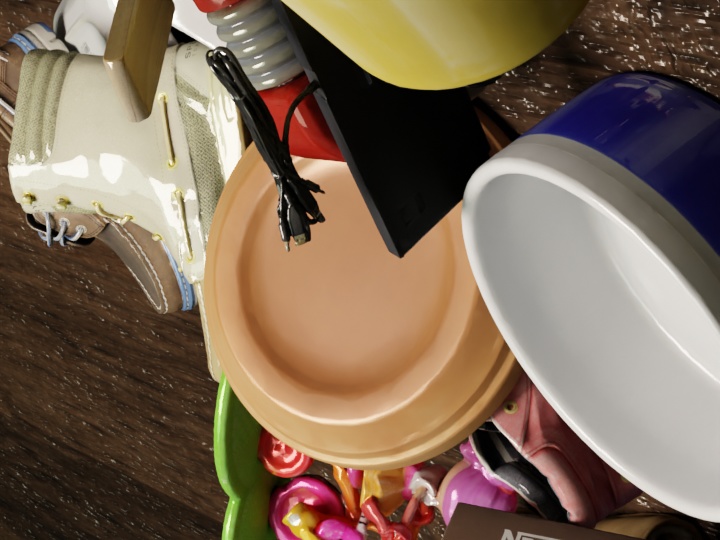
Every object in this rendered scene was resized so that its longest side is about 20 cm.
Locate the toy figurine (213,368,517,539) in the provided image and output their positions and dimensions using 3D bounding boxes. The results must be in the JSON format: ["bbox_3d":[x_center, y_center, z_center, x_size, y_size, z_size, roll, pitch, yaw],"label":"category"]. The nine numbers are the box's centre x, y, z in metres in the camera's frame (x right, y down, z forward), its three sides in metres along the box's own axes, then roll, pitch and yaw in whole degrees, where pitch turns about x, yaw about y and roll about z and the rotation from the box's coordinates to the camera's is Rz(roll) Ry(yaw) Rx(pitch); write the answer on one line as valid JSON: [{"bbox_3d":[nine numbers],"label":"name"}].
[{"bbox_3d":[0.030,0.099,1.546,0.184,0.150,0.201,15,107,18],"label":"toy figurine"}]

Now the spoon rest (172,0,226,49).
[{"bbox_3d":[-0.084,-0.156,1.531,0.200,0.061,0.099,36,153,40],"label":"spoon rest"}]

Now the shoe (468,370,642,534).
[{"bbox_3d":[0.081,0.037,1.442,0.200,0.091,0.071,53,159,1],"label":"shoe"}]

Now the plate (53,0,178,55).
[{"bbox_3d":[-0.126,-0.090,1.720,0.200,0.032,0.200,58,165,-2],"label":"plate"}]

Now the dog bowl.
[{"bbox_3d":[0.140,0.012,1.297,0.200,0.079,0.200,43,157,23],"label":"dog bowl"}]

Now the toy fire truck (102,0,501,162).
[{"bbox_3d":[-0.043,-0.114,1.312,0.129,0.200,0.176,11,134,61],"label":"toy fire truck"}]

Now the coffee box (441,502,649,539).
[{"bbox_3d":[0.100,0.218,1.461,0.113,0.080,0.200,11,141,20],"label":"coffee box"}]

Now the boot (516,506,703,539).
[{"bbox_3d":[0.112,0.217,1.596,0.200,0.066,0.176,-179,96,-65],"label":"boot"}]

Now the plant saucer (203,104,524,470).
[{"bbox_3d":[0.000,0.000,1.438,0.200,0.200,0.037,42,-164,27],"label":"plant saucer"}]

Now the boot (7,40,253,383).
[{"bbox_3d":[-0.120,-0.031,1.619,0.154,0.072,0.201,-1,99,23],"label":"boot"}]

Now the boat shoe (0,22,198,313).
[{"bbox_3d":[-0.173,-0.050,1.744,0.200,0.072,0.072,56,165,5],"label":"boat shoe"}]

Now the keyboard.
[{"bbox_3d":[-0.015,-0.091,1.263,0.021,0.127,0.200,10,135,47],"label":"keyboard"}]

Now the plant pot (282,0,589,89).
[{"bbox_3d":[0.012,-0.178,1.140,0.201,0.201,0.189,34,168,40],"label":"plant pot"}]
